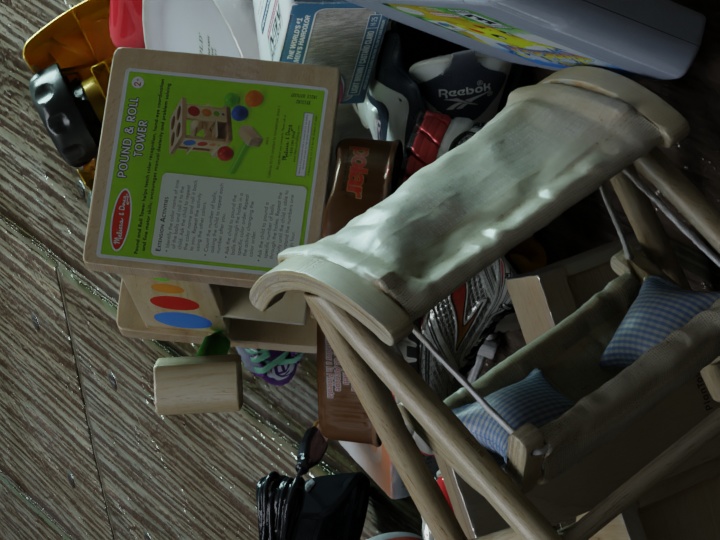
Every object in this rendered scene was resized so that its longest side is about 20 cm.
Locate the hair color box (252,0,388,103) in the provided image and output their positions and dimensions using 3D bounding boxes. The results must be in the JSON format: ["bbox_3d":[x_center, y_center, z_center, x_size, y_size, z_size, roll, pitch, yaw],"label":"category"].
[{"bbox_3d":[-0.029,-0.203,1.608,0.100,0.060,0.200,108,158,-57],"label":"hair color box"}]

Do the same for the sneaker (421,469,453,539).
[{"bbox_3d":[0.111,0.200,1.720,0.200,0.077,0.085,60,145,5],"label":"sneaker"}]

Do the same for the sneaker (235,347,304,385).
[{"bbox_3d":[-0.056,0.034,1.876,0.200,0.074,0.088,-115,5,-87],"label":"sneaker"}]

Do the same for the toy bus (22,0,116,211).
[{"bbox_3d":[-0.129,-0.077,1.938,0.200,0.136,0.192,63,176,14],"label":"toy bus"}]

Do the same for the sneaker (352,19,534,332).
[{"bbox_3d":[0.056,-0.070,1.588,0.130,0.079,0.199,112,143,-69],"label":"sneaker"}]

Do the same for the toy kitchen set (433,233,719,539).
[{"bbox_3d":[0.090,0.103,1.552,0.180,0.163,0.200,-11,99,66],"label":"toy kitchen set"}]

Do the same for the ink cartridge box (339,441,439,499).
[{"bbox_3d":[-0.013,0.031,1.864,0.200,0.050,0.162,40,143,43],"label":"ink cartridge box"}]

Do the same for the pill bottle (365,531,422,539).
[{"bbox_3d":[0.054,0.271,1.833,0.200,0.112,0.112,48,149,40],"label":"pill bottle"}]

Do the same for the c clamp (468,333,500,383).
[{"bbox_3d":[0.000,0.000,1.702,0.200,0.027,0.171,24,130,-2],"label":"c clamp"}]

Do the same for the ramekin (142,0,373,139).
[{"bbox_3d":[-0.054,-0.132,1.749,0.200,0.105,0.200,46,147,43],"label":"ramekin"}]

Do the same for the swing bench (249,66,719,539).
[{"bbox_3d":[0.090,0.022,1.394,0.200,0.199,0.130,55,156,-2],"label":"swing bench"}]

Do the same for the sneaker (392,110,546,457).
[{"bbox_3d":[0.058,0.014,1.549,0.078,0.082,0.200,-71,-13,-64],"label":"sneaker"}]

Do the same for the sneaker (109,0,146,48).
[{"bbox_3d":[-0.168,-0.227,1.788,0.078,0.115,0.200,40,129,49],"label":"sneaker"}]

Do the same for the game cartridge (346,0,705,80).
[{"bbox_3d":[0.079,-0.132,1.432,0.200,0.133,0.041,14,90,62],"label":"game cartridge"}]

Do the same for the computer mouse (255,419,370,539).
[{"bbox_3d":[-0.041,0.157,1.893,0.046,0.200,0.141,14,111,15],"label":"computer mouse"}]

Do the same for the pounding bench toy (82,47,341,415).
[{"bbox_3d":[-0.079,0.001,1.569,0.156,0.124,0.200,81,-165,-72],"label":"pounding bench toy"}]

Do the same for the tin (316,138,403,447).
[{"bbox_3d":[0.000,0.014,1.562,0.200,0.042,0.112,91,-177,-47],"label":"tin"}]
